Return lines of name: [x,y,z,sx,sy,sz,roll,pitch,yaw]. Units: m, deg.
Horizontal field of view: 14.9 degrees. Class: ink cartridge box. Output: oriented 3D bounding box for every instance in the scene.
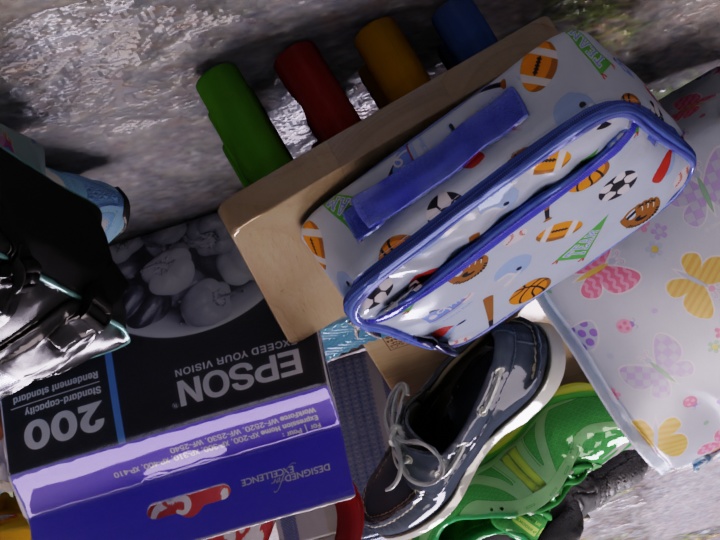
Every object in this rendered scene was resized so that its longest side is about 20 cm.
ink cartridge box: [-0.115,0.067,1.616,0.197,0.201,0.043,-17,145,5]

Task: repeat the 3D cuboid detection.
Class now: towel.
towel: [0.025,0.119,1.937,0.199,0.148,0.024,-19,150,7]

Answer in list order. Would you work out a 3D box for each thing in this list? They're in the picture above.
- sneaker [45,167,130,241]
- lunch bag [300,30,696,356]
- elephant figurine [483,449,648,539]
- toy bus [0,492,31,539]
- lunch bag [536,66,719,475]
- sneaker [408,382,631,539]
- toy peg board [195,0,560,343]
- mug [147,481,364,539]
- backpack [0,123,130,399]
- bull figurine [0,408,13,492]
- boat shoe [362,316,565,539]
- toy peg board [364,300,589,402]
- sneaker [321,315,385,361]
sneaker: [-0.197,0.007,1.578,0.090,0.079,0.200,-2,157,-40]
lunch bag: [0.070,-0.035,1.448,0.200,0.076,0.160,-38,157,14]
elephant figurine: [0.134,0.193,2.290,0.199,0.155,0.142,-30,114,11]
toy bus: [-0.246,0.224,1.964,0.199,0.137,0.192,-12,-178,-12]
lunch bag: [0.200,0.006,1.641,0.169,0.201,0.127,-30,-165,16]
sneaker: [0.117,0.140,1.827,0.199,0.084,0.074,-31,142,24]
toy peg board: [0.009,-0.076,1.513,0.198,0.098,0.200,-30,161,-3]
mug: [-0.096,0.166,1.682,0.176,0.201,0.134,15,162,6]
backpack: [-0.245,0.004,1.418,0.199,0.154,0.176,-31,154,16]
bull figurine: [-0.196,0.109,1.738,0.065,0.122,0.200,-18,136,37]
boat shoe: [0.052,0.102,1.759,0.062,0.075,0.200,13,137,-35]
toy peg board: [0.110,0.017,1.823,0.199,0.098,0.199,-19,145,9]
sneaker: [0.000,0.000,1.694,0.199,0.081,0.077,-19,159,9]
